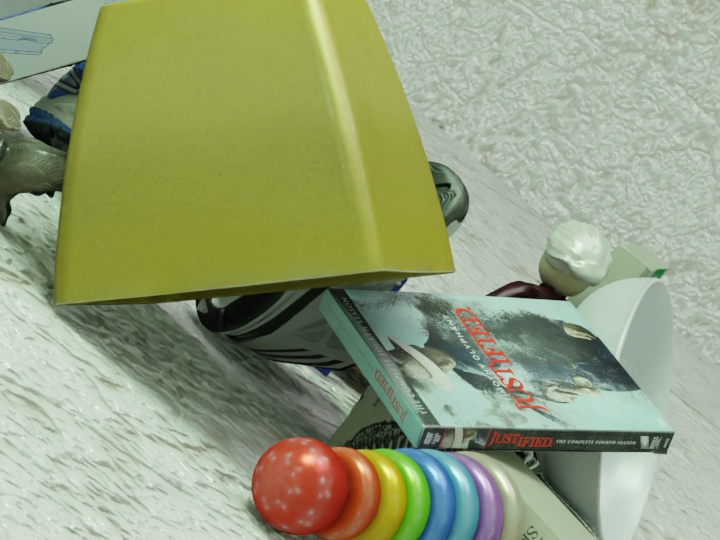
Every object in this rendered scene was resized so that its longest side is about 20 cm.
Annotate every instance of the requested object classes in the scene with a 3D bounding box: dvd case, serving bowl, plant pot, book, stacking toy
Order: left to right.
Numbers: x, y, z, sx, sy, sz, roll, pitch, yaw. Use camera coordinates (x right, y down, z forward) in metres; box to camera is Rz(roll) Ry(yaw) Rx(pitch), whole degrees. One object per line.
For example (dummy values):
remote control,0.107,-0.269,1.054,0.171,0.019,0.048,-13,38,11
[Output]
plant pot,-0.067,-0.076,1.520,0.200,0.199,0.177,-1,85,-75
stacking toy,0.011,0.133,1.450,0.085,0.085,0.200,46,15,33
dvd case,0.088,0.065,1.617,0.199,0.022,0.146,3,34,-32
book,0.156,0.064,1.947,0.048,0.200,0.134,41,10,10
serving bowl,0.166,0.100,1.785,0.066,0.201,0.200,9,0,18

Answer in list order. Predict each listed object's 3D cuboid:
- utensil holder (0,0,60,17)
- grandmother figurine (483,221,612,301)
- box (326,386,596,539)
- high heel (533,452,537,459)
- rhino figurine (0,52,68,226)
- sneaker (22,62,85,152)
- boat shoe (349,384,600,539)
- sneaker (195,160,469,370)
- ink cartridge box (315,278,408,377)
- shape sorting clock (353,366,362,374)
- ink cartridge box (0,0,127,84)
utensil holder,-0.296,-0.269,1.829,0.170,0.170,0.200,46,10,33
grandmother figurine,0.111,0.050,1.829,0.061,0.200,0.121,40,6,36
box,0.070,0.151,1.576,0.200,0.082,0.068,45,12,37
high heel,0.083,0.112,1.754,0.200,0.067,0.096,51,-6,-21
rhino figurine,-0.238,-0.087,1.478,0.200,0.087,0.060,35,40,-34
sneaker,-0.147,-0.113,1.703,0.200,0.085,0.077,12,-25,45
boat shoe,0.085,0.136,1.688,0.200,0.062,0.073,37,40,4
sneaker,0.000,0.000,1.678,0.115,0.200,0.076,37,33,-52
ink cartridge box,-0.072,-0.019,1.763,0.200,0.095,0.037,39,10,-8
shape sorting clock,-0.002,0.042,1.922,0.200,0.039,0.200,29,9,-5
ink cartridge box,-0.188,-0.162,1.692,0.094,0.199,0.044,-67,142,-80
